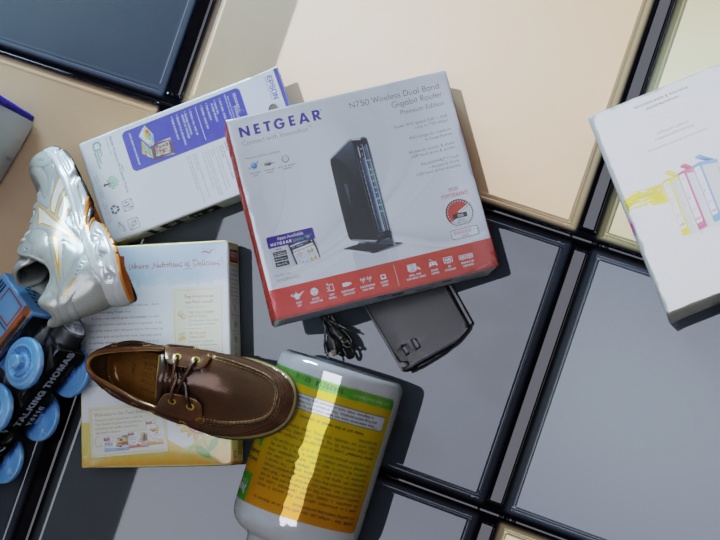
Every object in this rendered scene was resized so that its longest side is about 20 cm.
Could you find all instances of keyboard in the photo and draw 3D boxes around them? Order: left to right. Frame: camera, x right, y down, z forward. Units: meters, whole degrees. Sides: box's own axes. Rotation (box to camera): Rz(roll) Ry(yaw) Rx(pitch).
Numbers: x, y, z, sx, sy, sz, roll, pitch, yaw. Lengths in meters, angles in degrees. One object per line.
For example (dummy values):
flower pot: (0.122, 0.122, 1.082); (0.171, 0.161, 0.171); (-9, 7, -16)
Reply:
keyboard: (0.000, 0.000, 1.606); (0.127, 0.021, 0.200); (-29, 79, -4)

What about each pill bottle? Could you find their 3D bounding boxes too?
pill bottle: (-0.044, 0.177, 1.557); (0.111, 0.111, 0.200); (17, 88, 13)

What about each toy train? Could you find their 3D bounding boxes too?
toy train: (-0.323, 0.103, 1.627); (0.200, 0.087, 0.114); (-51, 55, 16)

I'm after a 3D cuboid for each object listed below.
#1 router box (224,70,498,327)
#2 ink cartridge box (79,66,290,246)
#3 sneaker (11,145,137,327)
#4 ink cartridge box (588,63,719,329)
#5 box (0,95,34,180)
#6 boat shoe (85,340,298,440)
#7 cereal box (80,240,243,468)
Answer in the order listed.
router box: (-0.002, -0.062, 1.573); (0.200, 0.049, 0.180); (-14, 82, -7)
ink cartridge box: (-0.146, -0.101, 1.640); (0.200, 0.039, 0.100); (-20, 82, 11)
sneaker: (-0.272, -0.031, 1.602); (0.092, 0.076, 0.200); (-24, 47, -9)
ink cartridge box: (0.285, -0.050, 1.501); (0.125, 0.129, 0.200); (-22, 82, 9)
box: (-0.422, -0.159, 1.628); (0.200, 0.184, 0.105); (33, 90, 12)
boat shoe: (-0.147, 0.099, 1.539); (0.200, 0.068, 0.072); (9, 85, 31)
cereal box: (-0.179, 0.076, 1.630); (0.144, 0.040, 0.200); (-2, 84, 14)
